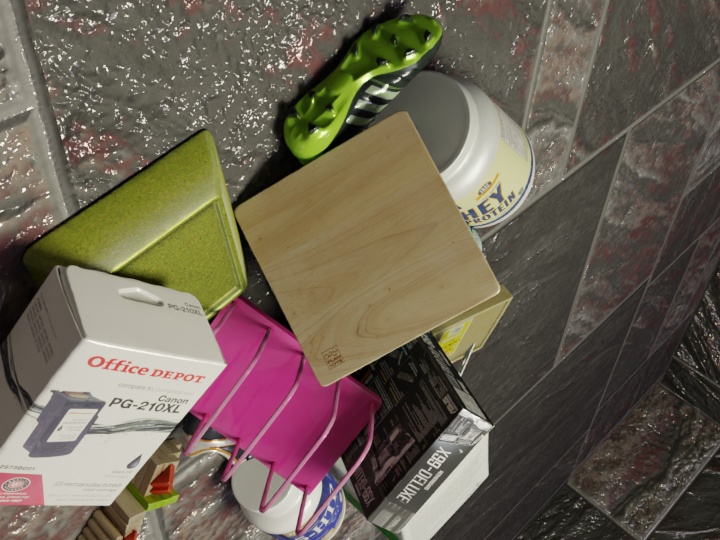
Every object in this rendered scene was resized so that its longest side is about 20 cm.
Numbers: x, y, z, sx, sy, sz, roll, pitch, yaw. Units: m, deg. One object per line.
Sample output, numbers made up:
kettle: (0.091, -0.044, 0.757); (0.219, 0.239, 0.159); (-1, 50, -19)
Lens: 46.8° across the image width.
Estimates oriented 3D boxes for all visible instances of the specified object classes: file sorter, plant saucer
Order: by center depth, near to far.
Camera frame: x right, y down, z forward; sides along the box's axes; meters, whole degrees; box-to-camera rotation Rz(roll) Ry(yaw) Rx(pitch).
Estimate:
plant saucer: (-0.184, 0.004, 0.774); (0.200, 0.048, 0.201); (-40, 148, -24)
file sorter: (-0.098, 0.149, 0.849); (0.139, 0.199, 0.126); (-52, -174, 13)

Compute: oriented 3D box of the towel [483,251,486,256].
towel: (0.097, 0.064, 1.220); (0.165, 0.085, 0.201); (-25, 140, -40)

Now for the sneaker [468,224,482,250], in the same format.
sneaker: (0.100, -0.035, 0.962); (0.085, 0.079, 0.200); (-8, 180, -3)

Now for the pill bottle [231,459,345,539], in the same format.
pill bottle: (-0.101, 0.310, 1.154); (0.120, 0.119, 0.200); (-48, 151, -10)

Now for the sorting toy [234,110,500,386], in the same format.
sorting toy: (0.008, -0.020, 0.838); (0.199, 0.200, 0.070); (-29, 174, 9)

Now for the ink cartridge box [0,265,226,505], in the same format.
ink cartridge box: (-0.232, 0.105, 0.705); (0.144, 0.085, 0.200); (18, 120, -48)

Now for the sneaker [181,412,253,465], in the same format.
sneaker: (-0.136, 0.185, 1.013); (0.199, 0.078, 0.080); (11, 108, -47)

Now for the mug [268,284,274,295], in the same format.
mug: (-0.003, -0.005, 0.964); (0.184, 0.114, 0.153); (-33, 145, -32)

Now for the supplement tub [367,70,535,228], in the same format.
supplement tub: (0.106, -0.136, 0.955); (0.146, 0.145, 0.199); (-58, 151, 9)

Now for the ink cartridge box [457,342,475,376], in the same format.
ink cartridge box: (0.069, 0.172, 1.028); (0.115, 0.067, 0.202); (83, 32, -78)

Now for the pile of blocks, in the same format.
pile of blocks: (-0.261, 0.290, 0.952); (0.201, 0.062, 0.082); (-52, 151, -3)

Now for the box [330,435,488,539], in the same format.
box: (0.066, 0.292, 1.299); (0.200, 0.198, 0.172); (-41, 149, -21)

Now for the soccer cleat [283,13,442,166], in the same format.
soccer cleat: (0.003, -0.183, 0.844); (0.200, 0.068, 0.081); (-42, 160, -10)

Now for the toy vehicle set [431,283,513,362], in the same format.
toy vehicle set: (0.116, 0.096, 1.157); (0.199, 0.027, 0.125); (-21, 149, -35)

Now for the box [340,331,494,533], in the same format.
box: (0.041, 0.157, 0.915); (0.050, 0.200, 0.158); (31, 104, -31)
